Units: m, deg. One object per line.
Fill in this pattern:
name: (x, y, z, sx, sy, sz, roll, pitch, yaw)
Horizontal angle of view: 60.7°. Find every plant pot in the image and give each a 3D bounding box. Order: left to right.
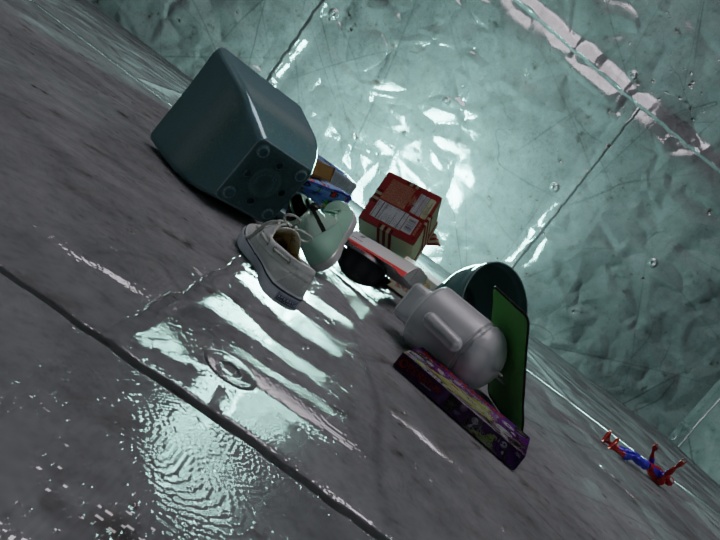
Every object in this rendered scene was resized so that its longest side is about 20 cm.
plant pot: (-0.185, -0.193, 0.993, 0.196, 0.196, 0.200, 29, 20, -45)
plant pot: (0.228, 0.081, 1.265, 0.200, 0.201, 0.134, 32, -17, -32)

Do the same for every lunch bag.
lunch bag: (-0.145, -0.189, 1.364, 0.200, 0.094, 0.150, 30, 2, -37)

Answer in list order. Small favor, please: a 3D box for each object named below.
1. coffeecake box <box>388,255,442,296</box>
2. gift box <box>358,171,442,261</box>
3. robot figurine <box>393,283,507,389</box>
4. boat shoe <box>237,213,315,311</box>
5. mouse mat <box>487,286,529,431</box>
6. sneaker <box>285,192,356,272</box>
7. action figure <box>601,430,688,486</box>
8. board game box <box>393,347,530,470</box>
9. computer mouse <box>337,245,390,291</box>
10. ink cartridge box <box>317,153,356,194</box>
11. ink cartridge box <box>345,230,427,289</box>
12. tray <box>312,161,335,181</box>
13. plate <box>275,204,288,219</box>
coffeecake box: (0.162, 0.056, 1.434, 0.200, 0.073, 0.154, 38, 7, 3)
gift box: (0.107, -0.105, 1.586, 0.200, 0.185, 0.187, 33, -19, 13)
robot figurine: (0.146, 0.105, 0.961, 0.200, 0.113, 0.170, 41, 8, 26)
boat shoe: (-0.100, -0.033, 0.786, 0.075, 0.086, 0.202, 33, 10, -28)
mouse mat: (0.229, 0.139, 0.962, 0.008, 0.201, 0.161, -3, 16, -6)
sneaker: (-0.067, -0.099, 1.042, 0.118, 0.074, 0.201, 60, 21, -26)
action figure: (0.692, 0.441, 1.477, 0.200, 0.099, 0.065, 39, 9, -8)
board game box: (0.141, 0.180, 0.838, 0.200, 0.032, 0.120, 39, 4, 16)
computer mouse: (0.000, 0.000, 1.176, 0.138, 0.053, 0.200, 35, -4, -2)
ink cartridge box: (-0.106, -0.206, 1.535, 0.200, 0.137, 0.076, 31, 15, -35)
ink cartridge box: (0.036, -0.033, 1.193, 0.161, 0.050, 0.200, 32, -6, 23)
tray: (-0.163, -0.252, 1.376, 0.200, 0.037, 0.099, 26, 11, 33)
plate: (-0.163, -0.127, 1.254, 0.200, 0.026, 0.200, 36, 9, -7)
